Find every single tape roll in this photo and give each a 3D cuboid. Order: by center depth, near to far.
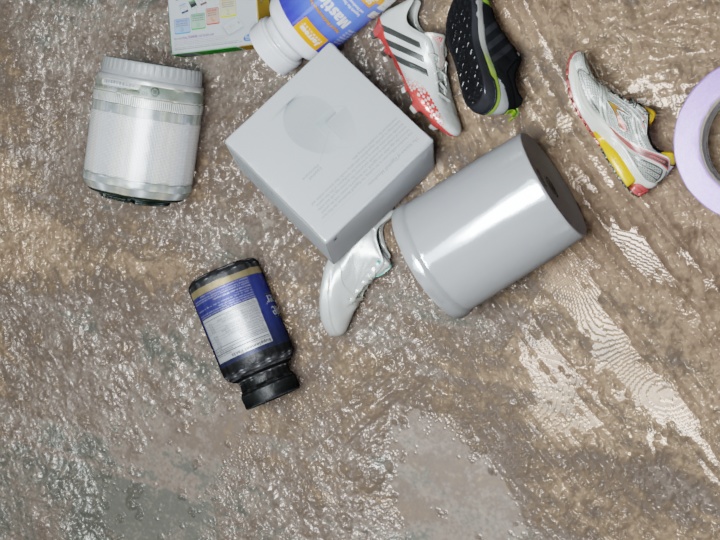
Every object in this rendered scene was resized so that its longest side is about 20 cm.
[{"bbox_3d":[0.488,-0.159,1.515,0.199,0.066,0.202,2,94,24],"label":"tape roll"}]

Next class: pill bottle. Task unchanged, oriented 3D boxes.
[{"bbox_3d":[-0.054,-0.360,1.704,0.200,0.112,0.112,-36,81,21],"label":"pill bottle"},{"bbox_3d":[-0.164,0.093,1.789,0.111,0.112,0.201,-25,85,23],"label":"pill bottle"}]

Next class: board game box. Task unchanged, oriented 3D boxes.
[{"bbox_3d":[-0.209,-0.420,1.804,0.152,0.040,0.201,-2,94,23],"label":"board game box"}]

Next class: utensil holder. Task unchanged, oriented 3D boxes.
[{"bbox_3d":[0.169,-0.060,1.608,0.199,0.170,0.171,-32,82,19],"label":"utensil holder"}]

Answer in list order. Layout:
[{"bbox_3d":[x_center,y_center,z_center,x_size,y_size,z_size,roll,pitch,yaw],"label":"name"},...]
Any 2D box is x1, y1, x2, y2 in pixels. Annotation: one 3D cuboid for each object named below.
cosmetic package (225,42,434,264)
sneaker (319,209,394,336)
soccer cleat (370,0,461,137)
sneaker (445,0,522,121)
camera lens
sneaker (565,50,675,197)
[{"bbox_3d":[-0.037,-0.155,1.673,0.199,0.123,0.200,-43,75,-6],"label":"cosmetic package"},{"bbox_3d":[0.000,0.000,1.735,0.088,0.075,0.201,13,97,16],"label":"sneaker"},{"bbox_3d":[0.091,-0.275,1.675,0.085,0.069,0.201,-35,76,25],"label":"soccer cleat"},{"bbox_3d":[0.170,-0.288,1.647,0.072,0.082,0.201,-34,57,55],"label":"sneaker"},{"bbox_3d":[-0.314,-0.201,1.802,0.159,0.160,0.201,13,100,22],"label":"camera lens"},{"bbox_3d":[0.330,-0.197,1.581,0.082,0.078,0.201,-34,90,18],"label":"sneaker"}]
